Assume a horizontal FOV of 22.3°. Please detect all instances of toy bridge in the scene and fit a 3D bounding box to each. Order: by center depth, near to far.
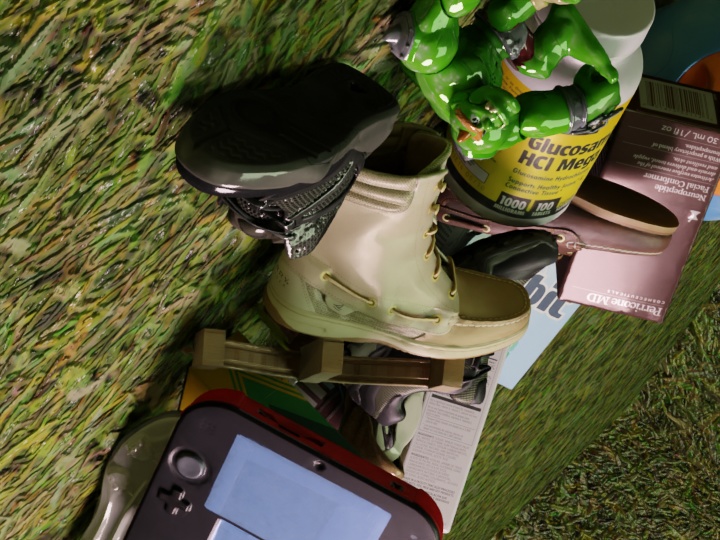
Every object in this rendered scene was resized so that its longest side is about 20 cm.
[{"bbox_3d":[-0.030,0.065,1.305,0.067,0.199,0.027,153,-58,-71],"label":"toy bridge"}]

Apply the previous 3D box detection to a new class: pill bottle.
[{"bbox_3d":[0.138,-0.133,1.339,0.112,0.112,0.200,-37,162,-38],"label":"pill bottle"}]

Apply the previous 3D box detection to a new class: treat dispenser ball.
[{"bbox_3d":[0.313,-0.146,1.654,0.201,0.201,0.201,-44,165,-15],"label":"treat dispenser ball"}]

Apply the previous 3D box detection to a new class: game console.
[{"bbox_3d":[-0.055,0.186,1.272,0.177,0.199,0.031,-63,178,29],"label":"game console"}]

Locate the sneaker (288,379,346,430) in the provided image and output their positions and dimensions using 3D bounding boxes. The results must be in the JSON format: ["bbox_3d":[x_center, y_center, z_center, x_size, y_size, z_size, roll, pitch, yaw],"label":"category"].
[{"bbox_3d":[-0.025,0.139,1.564,0.076,0.115,0.200,-46,165,-8],"label":"sneaker"}]

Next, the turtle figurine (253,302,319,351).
[{"bbox_3d":[0.000,0.000,1.376,0.161,0.064,0.200,-46,166,-8],"label":"turtle figurine"}]

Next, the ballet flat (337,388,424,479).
[{"bbox_3d":[0.019,0.090,1.459,0.072,0.201,0.068,-19,137,29],"label":"ballet flat"}]

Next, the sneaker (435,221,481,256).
[{"bbox_3d":[0.125,-0.065,1.526,0.200,0.090,0.066,-50,165,5],"label":"sneaker"}]

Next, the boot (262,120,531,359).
[{"bbox_3d":[0.046,-0.022,1.264,0.199,0.073,0.156,8,127,-17],"label":"boot"}]

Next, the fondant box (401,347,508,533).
[{"bbox_3d":[0.069,0.102,1.523,0.144,0.058,0.201,-145,-106,-83],"label":"fondant box"}]

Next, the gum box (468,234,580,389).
[{"bbox_3d":[0.135,-0.003,1.651,0.169,0.045,0.200,25,110,-40],"label":"gum box"}]

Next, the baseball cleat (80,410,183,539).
[{"bbox_3d":[-0.158,0.161,1.367,0.200,0.070,0.107,-55,180,32],"label":"baseball cleat"}]

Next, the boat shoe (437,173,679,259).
[{"bbox_3d":[0.152,-0.046,1.465,0.070,0.199,0.071,-80,-171,-67],"label":"boat shoe"}]

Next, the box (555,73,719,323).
[{"bbox_3d":[0.239,-0.061,1.555,0.075,0.099,0.201,-83,-175,-53],"label":"box"}]

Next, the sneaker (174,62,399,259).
[{"bbox_3d":[-0.053,-0.051,1.061,0.115,0.076,0.199,-62,167,24],"label":"sneaker"}]

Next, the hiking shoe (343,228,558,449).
[{"bbox_3d":[0.077,0.048,1.392,0.199,0.101,0.076,-34,-174,9],"label":"hiking shoe"}]

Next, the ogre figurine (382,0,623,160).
[{"bbox_3d":[0.092,-0.141,1.190,0.120,0.098,0.200,-34,158,5],"label":"ogre figurine"}]

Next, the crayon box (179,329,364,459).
[{"bbox_3d":[-0.067,0.165,1.391,0.058,0.173,0.200,-35,162,-30],"label":"crayon box"}]
